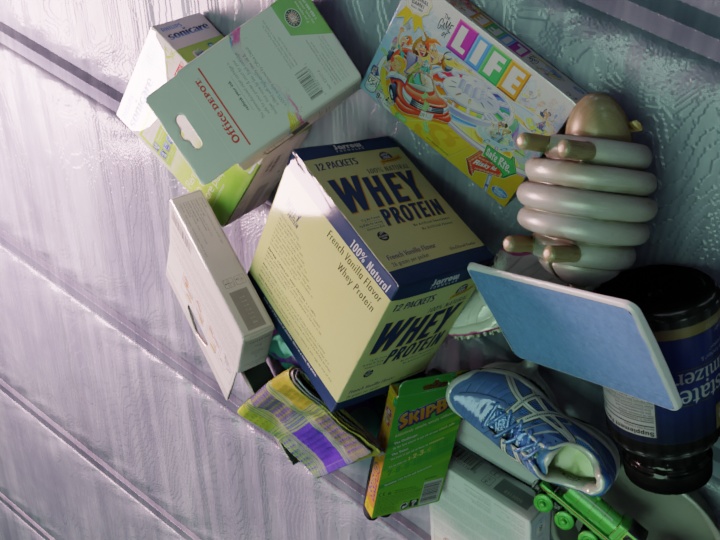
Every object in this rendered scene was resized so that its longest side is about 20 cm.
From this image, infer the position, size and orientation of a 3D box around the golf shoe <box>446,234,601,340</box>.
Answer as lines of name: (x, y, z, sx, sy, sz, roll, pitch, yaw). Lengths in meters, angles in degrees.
golf shoe: (0.160, 0.014, 0.902, 0.199, 0.075, 0.092, -23, 85, 40)

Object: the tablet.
tablet: (0.188, 0.055, 0.778, 0.199, 0.014, 0.131, 16, 145, 54)

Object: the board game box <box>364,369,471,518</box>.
board game box: (0.065, 0.195, 0.984, 0.030, 0.095, 0.202, 52, 140, 47)

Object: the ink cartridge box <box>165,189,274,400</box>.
ink cartridge box: (-0.176, 0.033, 1.042, 0.201, 0.044, 0.177, 59, 154, 21)

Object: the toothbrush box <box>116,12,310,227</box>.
toothbrush box: (-0.178, -0.179, 1.027, 0.200, 0.086, 0.146, 47, 133, 7)

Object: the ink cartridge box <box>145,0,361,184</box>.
ink cartridge box: (-0.110, -0.187, 0.904, 0.199, 0.067, 0.118, -35, 92, -1)

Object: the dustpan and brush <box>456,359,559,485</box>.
dustpan and brush: (0.178, 0.136, 0.967, 0.139, 0.057, 0.201, 28, 135, 19)

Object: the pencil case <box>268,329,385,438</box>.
pencil case: (-0.040, 0.149, 1.108, 0.092, 0.085, 0.201, -36, 91, 31)

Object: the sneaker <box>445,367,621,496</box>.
sneaker: (0.180, 0.166, 0.896, 0.199, 0.077, 0.076, 26, 105, 11)

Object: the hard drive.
hard drive: (-0.133, 0.151, 1.158, 0.201, 0.038, 0.140, 64, 171, -13)

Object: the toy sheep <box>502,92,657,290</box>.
toy sheep: (0.199, -0.057, 0.772, 0.137, 0.137, 0.202, 16, 104, 29)

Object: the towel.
towel: (-0.063, 0.184, 1.012, 0.143, 0.023, 0.200, 43, 148, -7)

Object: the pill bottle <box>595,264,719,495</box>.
pill bottle: (0.287, 0.106, 0.819, 0.111, 0.112, 0.202, 4, 117, 35)

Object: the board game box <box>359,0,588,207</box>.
board game box: (0.106, -0.178, 0.848, 0.200, 0.034, 0.135, 41, 132, 11)

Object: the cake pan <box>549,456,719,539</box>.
cake pan: (0.308, 0.291, 0.958, 0.199, 0.037, 0.202, 18, 124, 29)

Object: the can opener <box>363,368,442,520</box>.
can opener: (0.043, 0.208, 1.047, 0.078, 0.063, 0.202, 23, 94, 47)

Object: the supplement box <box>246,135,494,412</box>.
supplement box: (0.000, 0.000, 0.923, 0.200, 0.133, 0.201, 52, 137, 28)

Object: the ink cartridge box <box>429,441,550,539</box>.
ink cartridge box: (0.158, 0.325, 1.069, 0.159, 0.047, 0.202, 26, 136, 39)

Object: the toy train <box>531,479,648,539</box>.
toy train: (0.274, 0.287, 0.930, 0.200, 0.042, 0.057, 39, 122, 13)
